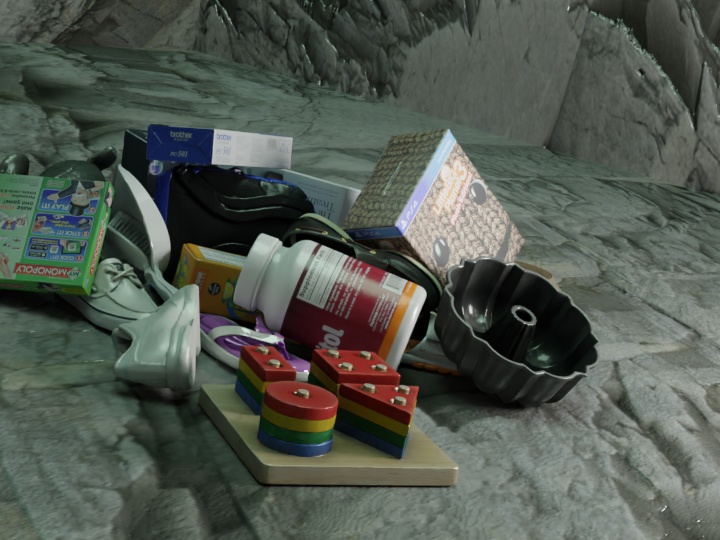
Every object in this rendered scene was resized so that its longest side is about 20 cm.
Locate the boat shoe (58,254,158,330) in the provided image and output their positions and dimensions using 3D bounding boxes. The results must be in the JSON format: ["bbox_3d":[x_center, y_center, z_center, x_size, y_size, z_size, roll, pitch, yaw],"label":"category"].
[{"bbox_3d":[-0.283,0.019,1.636,0.071,0.066,0.199,1,17,-36],"label":"boat shoe"}]

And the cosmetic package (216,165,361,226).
[{"bbox_3d":[-0.112,-0.059,1.899,0.198,0.152,0.052,16,6,24],"label":"cosmetic package"}]

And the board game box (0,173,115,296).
[{"bbox_3d":[-0.391,-0.044,1.636,0.198,0.136,0.029,5,-24,10],"label":"board game box"}]

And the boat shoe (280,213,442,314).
[{"bbox_3d":[-0.001,0.002,1.677,0.200,0.074,0.063,27,30,7],"label":"boat shoe"}]

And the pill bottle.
[{"bbox_3d":[-0.035,0.036,1.603,0.198,0.114,0.113,22,15,4],"label":"pill bottle"}]

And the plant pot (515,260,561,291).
[{"bbox_3d":[0.195,0.042,1.867,0.199,0.094,0.201,11,14,-3],"label":"plant pot"}]

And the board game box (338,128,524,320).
[{"bbox_3d":[0.091,-0.045,1.765,0.096,0.160,0.200,-3,-42,43],"label":"board game box"}]

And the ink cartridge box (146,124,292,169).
[{"bbox_3d":[-0.170,-0.151,1.762,0.093,0.045,0.200,7,4,24],"label":"ink cartridge box"}]

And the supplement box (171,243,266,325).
[{"bbox_3d":[-0.119,0.026,1.696,0.198,0.067,0.069,13,14,-21],"label":"supplement box"}]

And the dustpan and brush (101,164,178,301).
[{"bbox_3d":[-0.251,-0.013,1.665,0.200,0.140,0.057,38,37,24],"label":"dustpan and brush"}]

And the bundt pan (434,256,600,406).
[{"bbox_3d":[0.170,0.077,1.640,0.200,0.076,0.203,19,35,-14],"label":"bundt pan"}]

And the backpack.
[{"bbox_3d":[-0.160,-0.047,1.798,0.198,0.164,0.168,4,-1,-18],"label":"backpack"}]

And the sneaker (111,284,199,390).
[{"bbox_3d":[-0.212,0.065,1.486,0.088,0.076,0.200,-2,15,-1],"label":"sneaker"}]

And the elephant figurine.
[{"bbox_3d":[-0.388,-0.070,1.724,0.140,0.157,0.200,-13,-6,19],"label":"elephant figurine"}]

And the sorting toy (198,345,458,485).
[{"bbox_3d":[-0.030,0.133,1.372,0.198,0.070,0.199,5,15,-25],"label":"sorting toy"}]

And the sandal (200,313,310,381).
[{"bbox_3d":[-0.126,0.074,1.571,0.082,0.050,0.202,-3,18,-45],"label":"sandal"}]

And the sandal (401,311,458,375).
[{"bbox_3d":[0.068,0.078,1.687,0.205,0.060,0.079,9,14,-10],"label":"sandal"}]

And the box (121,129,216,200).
[{"bbox_3d":[-0.233,-0.109,2.017,0.198,0.150,0.107,2,16,-31],"label":"box"}]
